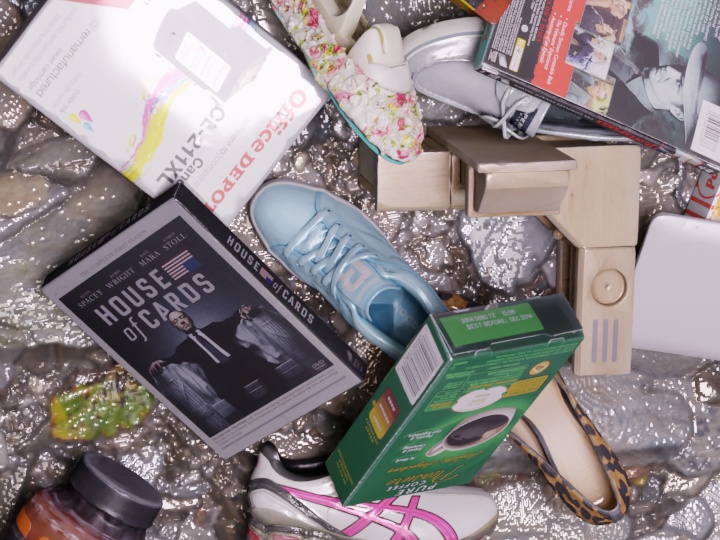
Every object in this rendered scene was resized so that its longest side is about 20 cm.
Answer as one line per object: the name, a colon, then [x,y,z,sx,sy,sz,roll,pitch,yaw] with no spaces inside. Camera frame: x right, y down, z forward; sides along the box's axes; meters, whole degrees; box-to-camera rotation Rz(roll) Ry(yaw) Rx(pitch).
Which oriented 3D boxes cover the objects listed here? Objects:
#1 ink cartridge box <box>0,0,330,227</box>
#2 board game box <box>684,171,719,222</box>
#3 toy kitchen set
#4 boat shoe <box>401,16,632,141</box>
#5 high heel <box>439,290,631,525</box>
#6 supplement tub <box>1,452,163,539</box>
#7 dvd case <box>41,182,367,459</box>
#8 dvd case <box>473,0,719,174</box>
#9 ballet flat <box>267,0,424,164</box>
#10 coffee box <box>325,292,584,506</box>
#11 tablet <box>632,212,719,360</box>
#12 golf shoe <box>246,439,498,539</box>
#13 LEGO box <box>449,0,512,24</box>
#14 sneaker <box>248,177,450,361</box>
ink cartridge box: [-0.140,-0.139,1.289,0.200,0.083,0.146,37,93,-16]
board game box: [0.369,-0.058,1.424,0.199,0.046,0.152,20,98,-14]
toy kitchen set: [0.110,-0.006,1.325,0.199,0.163,0.182,-2,103,-10]
boat shoe: [0.123,-0.131,1.298,0.200,0.072,0.070,5,142,-13]
high heel: [0.133,0.102,1.363,0.071,0.143,0.200,-38,106,-1]
supplement tub: [-0.228,0.237,1.341,0.107,0.107,0.201,32,95,-16]
dvd case: [-0.114,0.042,1.318,0.150,0.025,0.200,-31,115,32]
dvd case: [0.188,-0.171,1.284,0.199,0.022,0.147,21,76,-15]
ballet flat: [-0.010,-0.166,1.267,0.064,0.075,0.200,-48,68,33]
coffee box: [0.064,0.096,1.307,0.122,0.044,0.200,-8,147,-32]
tablet: [0.306,0.023,1.412,0.199,0.014,0.131,9,126,-7]
golf shoe: [0.012,0.174,1.392,0.199,0.073,0.093,1,101,-11]
LEGO box: [0.052,-0.281,1.190,0.200,0.077,0.149,30,96,-42]
sneaker: [0.000,0.000,1.329,0.200,0.082,0.074,38,89,1]
